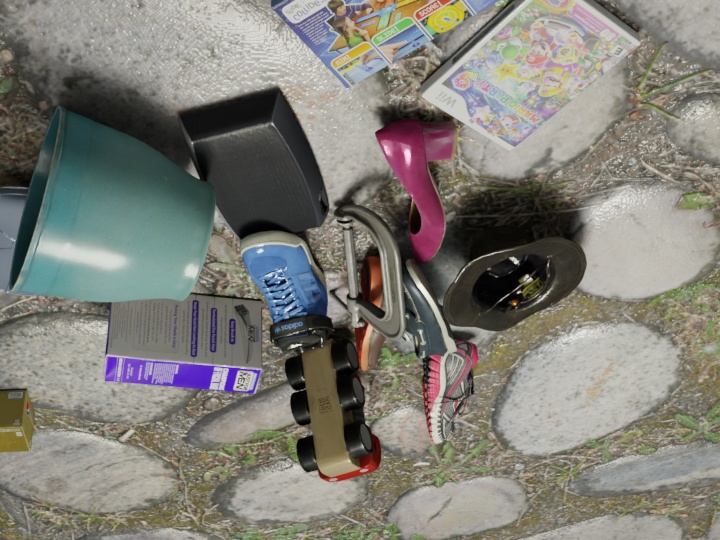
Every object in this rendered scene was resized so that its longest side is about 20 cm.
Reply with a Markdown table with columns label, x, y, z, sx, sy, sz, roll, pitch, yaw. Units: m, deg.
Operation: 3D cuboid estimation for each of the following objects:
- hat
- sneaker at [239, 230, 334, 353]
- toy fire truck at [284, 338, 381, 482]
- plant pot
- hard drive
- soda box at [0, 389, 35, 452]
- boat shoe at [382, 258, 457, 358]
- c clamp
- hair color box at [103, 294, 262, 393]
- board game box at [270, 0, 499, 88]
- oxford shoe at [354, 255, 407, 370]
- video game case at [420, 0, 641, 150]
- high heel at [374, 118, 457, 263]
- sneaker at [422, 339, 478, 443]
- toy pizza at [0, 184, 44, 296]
| label | x | y | z | sx | sy | sz | roll | pitch | yaw |
| --- | --- | --- | --- | --- | --- | --- | --- | --- | --- |
| hat | 0.179 | -0.008 | 1.560 | 0.198 | 0.082 | 0.202 | -16 | 149 | -10 |
| sneaker | -0.087 | 0.035 | 1.534 | 0.075 | 0.113 | 0.200 | -12 | 155 | 12 |
| toy fire truck | -0.028 | 0.211 | 1.755 | 0.127 | 0.179 | 0.200 | -19 | 154 | 17 |
| plant pot | -0.263 | -0.053 | 1.370 | 0.185 | 0.202 | 0.201 | 15 | 137 | -21 |
| hard drive | -0.118 | -0.109 | 1.444 | 0.133 | 0.043 | 0.201 | -12 | 140 | 10 |
| soda box | -0.566 | 0.216 | 1.785 | 0.196 | 0.065 | 0.068 | -2 | 141 | -2 |
| boat shoe | 0.070 | 0.052 | 1.565 | 0.061 | 0.076 | 0.200 | -21 | 152 | 5 |
| c clamp | 0.000 | 0.000 | 1.535 | 0.027 | 0.171 | 0.202 | -23 | 133 | -25 |
| hair color box | -0.226 | 0.090 | 1.626 | 0.196 | 0.111 | 0.065 | 5 | 141 | -11 |
| board game box | 0.028 | -0.277 | 1.257 | 0.198 | 0.035 | 0.135 | -26 | 135 | 24 |
| oxford shoe | 0.033 | 0.062 | 1.647 | 0.071 | 0.072 | 0.201 | -2 | 141 | -11 |
| video game case | 0.180 | -0.220 | 1.356 | 0.142 | 0.018 | 0.199 | 25 | 133 | -32 |
| high heel | 0.053 | -0.086 | 1.460 | 0.094 | 0.068 | 0.202 | -5 | 137 | -14 |
| sneaker | 0.127 | 0.175 | 1.785 | 0.073 | 0.082 | 0.202 | -5 | 141 | -3 |
| toy pizza | -0.402 | -0.039 | 1.513 | 0.196 | 0.032 | 0.202 | -2 | 142 | -2 |
